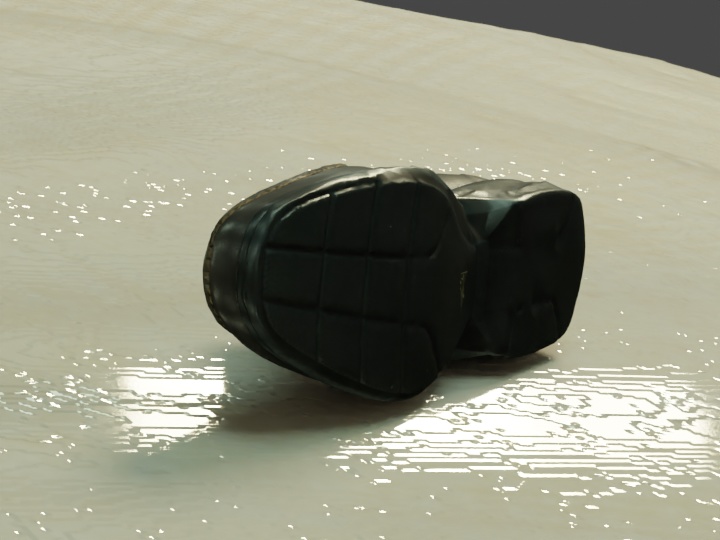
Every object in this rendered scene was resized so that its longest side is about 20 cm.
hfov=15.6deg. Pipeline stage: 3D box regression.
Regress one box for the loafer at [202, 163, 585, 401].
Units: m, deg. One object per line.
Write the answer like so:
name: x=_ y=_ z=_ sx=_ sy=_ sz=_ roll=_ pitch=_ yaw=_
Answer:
loafer: x=0.000 y=0.000 z=0.830 sx=0.072 sy=0.073 sz=0.200 roll=10 pitch=3 yaw=28
